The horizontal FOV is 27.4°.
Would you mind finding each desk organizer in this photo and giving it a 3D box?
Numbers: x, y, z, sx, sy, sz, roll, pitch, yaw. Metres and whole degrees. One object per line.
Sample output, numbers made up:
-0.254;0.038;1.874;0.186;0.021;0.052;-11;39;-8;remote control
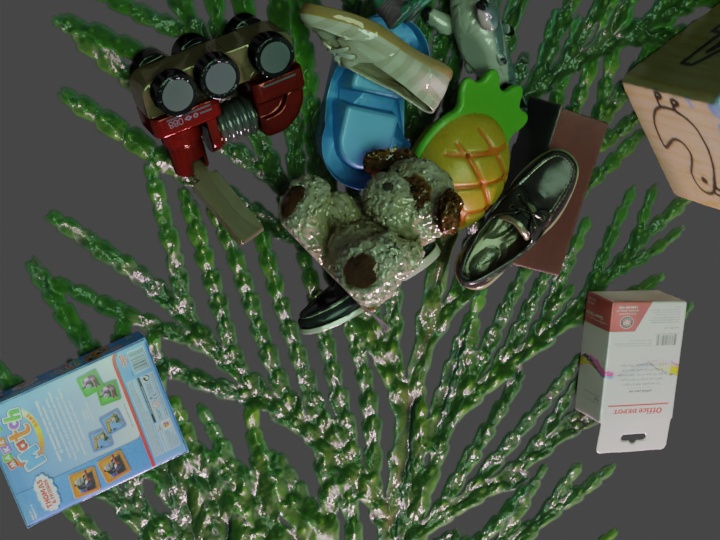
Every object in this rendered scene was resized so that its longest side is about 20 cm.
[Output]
0.225;-0.101;1.796;0.077;0.072;0.201;13;98;-29;desk organizer

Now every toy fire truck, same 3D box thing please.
-0.138;-0.151;1.603;0.175;0.129;0.201;-24;124;-17;toy fire truck

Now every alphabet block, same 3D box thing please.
0.478;-0.200;1.810;0.196;0.200;0.196;-35;114;-12;alphabet block

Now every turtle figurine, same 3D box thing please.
-0.007;-0.356;1.607;0.200;0.101;0.150;49;41;-2;turtle figurine

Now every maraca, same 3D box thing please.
0.123;-0.135;1.718;0.137;0.107;0.201;24;97;-42;maraca

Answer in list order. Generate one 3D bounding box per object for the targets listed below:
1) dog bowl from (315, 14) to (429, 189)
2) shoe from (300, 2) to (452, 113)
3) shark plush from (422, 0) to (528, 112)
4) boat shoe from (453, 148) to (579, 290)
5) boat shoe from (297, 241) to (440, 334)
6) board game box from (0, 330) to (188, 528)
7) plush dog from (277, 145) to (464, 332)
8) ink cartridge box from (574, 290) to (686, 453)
0.008;-0.195;1.686;0.111;0.050;0.201;9;99;-26;dog bowl
0.016;-0.233;1.612;0.199;0.070;0.054;24;85;-29;shoe
0.163;-0.271;1.729;0.200;0.091;0.083;52;50;-21;shark plush
0.185;-0.055;1.720;0.073;0.065;0.200;36;98;-2;boat shoe
0.001;0.000;1.722;0.199;0.074;0.066;-31;112;-14;boat shoe
-0.310;0.177;1.651;0.199;0.037;0.152;-24;112;-17;board game box
0.035;-0.048;1.621;0.172;0.200;0.160;-45;138;-1;plush dog
0.347;0.130;1.914;0.116;0.067;0.201;0;102;-24;ink cartridge box
